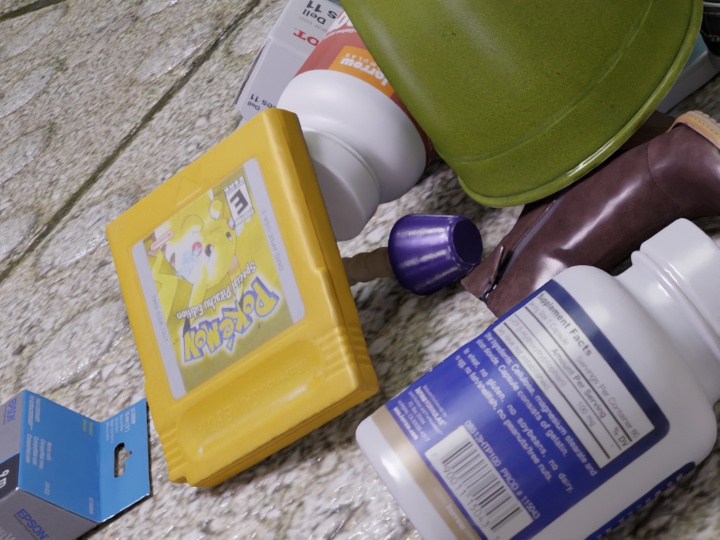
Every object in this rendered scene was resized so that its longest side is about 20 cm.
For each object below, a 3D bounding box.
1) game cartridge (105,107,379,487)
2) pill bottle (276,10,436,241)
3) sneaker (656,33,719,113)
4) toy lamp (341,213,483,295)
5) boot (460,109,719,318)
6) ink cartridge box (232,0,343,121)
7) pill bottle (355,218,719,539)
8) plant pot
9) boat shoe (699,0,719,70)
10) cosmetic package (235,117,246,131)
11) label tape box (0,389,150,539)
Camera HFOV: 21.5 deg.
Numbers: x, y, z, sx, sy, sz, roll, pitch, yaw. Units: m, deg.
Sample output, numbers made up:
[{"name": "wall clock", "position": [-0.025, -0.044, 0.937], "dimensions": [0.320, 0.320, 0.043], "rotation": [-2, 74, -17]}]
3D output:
[{"name": "game cartridge", "position": [-0.083, 0.022, 1.235], "dimensions": [0.176, 0.032, 0.201], "rotation": [-33, 63, 34]}, {"name": "pill bottle", "position": [0.012, -0.119, 1.317], "dimensions": [0.112, 0.112, 0.200], "rotation": [-9, 39, 46]}, {"name": "sneaker", "position": [0.195, -0.158, 1.298], "dimensions": [0.200, 0.082, 0.074], "rotation": [-43, 26, -15]}, {"name": "toy lamp", "position": [0.000, 0.000, 1.311], "dimensions": [0.200, 0.058, 0.058], "rotation": [-15, 32, 44]}, {"name": "boot", "position": [0.156, -0.019, 1.147], "dimensions": [0.167, 0.072, 0.200], "rotation": [-51, 26, -2]}, {"name": "ink cartridge box", "position": [0.007, -0.173, 1.484], "dimensions": [0.083, 0.146, 0.200], "rotation": [-59, 5, 44]}, {"name": "pill bottle", "position": [0.109, 0.069, 0.957], "dimensions": [0.200, 0.120, 0.120], "rotation": [-36, 24, -1]}, {"name": "plant pot", "position": [0.075, -0.177, 1.186], "dimensions": [0.200, 0.193, 0.201], "rotation": [-37, 28, 23]}, {"name": "boat shoe", "position": [0.310, -0.204, 1.240], "dimensions": [0.199, 0.068, 0.072], "rotation": [-27, 26, 1]}, {"name": "cosmetic package", "position": [-0.054, -0.086, 1.519], "dimensions": [0.101, 0.071, 0.200], "rotation": [-20, 29, 33]}, {"name": "label tape box", "position": [-0.250, 0.155, 1.353], "dimensions": [0.200, 0.063, 0.144], "rotation": [-34, 25, 8]}]
